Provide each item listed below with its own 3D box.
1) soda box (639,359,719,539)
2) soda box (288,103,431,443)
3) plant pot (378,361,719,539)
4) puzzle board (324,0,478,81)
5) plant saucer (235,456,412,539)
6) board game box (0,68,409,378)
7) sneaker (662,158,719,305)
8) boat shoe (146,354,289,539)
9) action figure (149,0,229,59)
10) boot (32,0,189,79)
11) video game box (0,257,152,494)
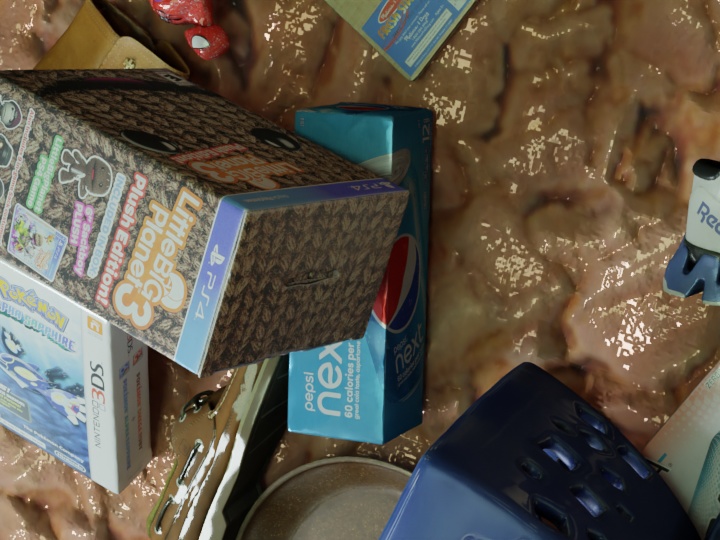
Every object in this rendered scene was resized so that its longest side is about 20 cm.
[{"bbox_3d":[0.185,0.137,1.085,0.068,0.063,0.201,42,113,14],"label":"soda box"},{"bbox_3d":[0.000,0.000,1.143,0.067,0.064,0.202,6,101,24],"label":"soda box"},{"bbox_3d":[0.097,0.194,0.996,0.179,0.200,0.201,29,109,11],"label":"plant pot"},{"bbox_3d":[0.039,-0.240,1.122,0.151,0.017,0.200,44,114,12],"label":"puzzle board"},{"bbox_3d":[0.008,0.216,1.196,0.199,0.037,0.202,5,100,25],"label":"plant saucer"},{"bbox_3d":[-0.103,-0.035,1.059,0.199,0.159,0.098,28,110,28],"label":"board game box"},{"bbox_3d":[0.264,-0.034,1.012,0.198,0.080,0.116,6,103,26],"label":"sneaker"},{"bbox_3d":[-0.093,0.110,1.207,0.068,0.072,0.201,27,108,19],"label":"boat shoe"},{"bbox_3d":[-0.154,-0.209,1.192,0.052,0.065,0.200,-43,76,-9],"label":"action figure"},{"bbox_3d":[-0.151,-0.072,1.207,0.201,0.071,0.144,48,115,16],"label":"boot"},{"bbox_3d":[-0.229,0.039,1.229,0.199,0.047,0.183,27,138,19],"label":"video game box"}]
